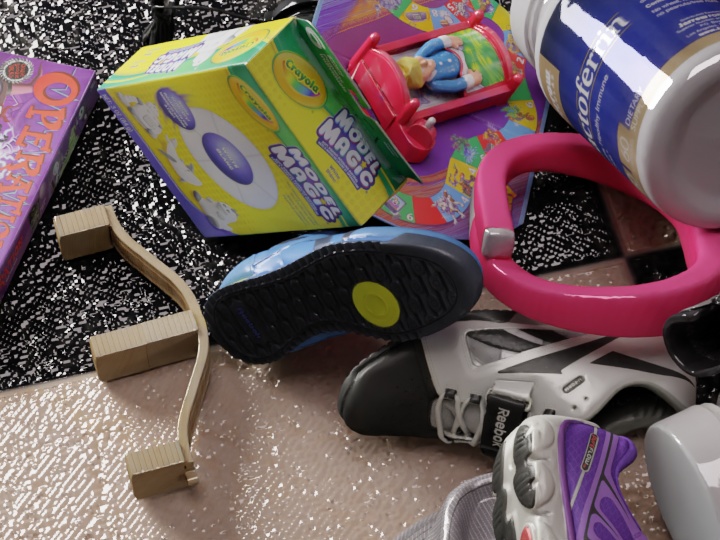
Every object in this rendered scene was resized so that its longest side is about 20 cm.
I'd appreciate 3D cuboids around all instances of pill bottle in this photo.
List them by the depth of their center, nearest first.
[{"bbox_3d":[0.259,0.090,1.449,0.199,0.114,0.114,-21,54,-13],"label":"pill bottle"},{"bbox_3d":[0.170,-0.116,1.576,0.115,0.116,0.200,-22,35,-13],"label":"pill bottle"}]

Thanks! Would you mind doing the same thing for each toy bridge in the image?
[{"bbox_3d":[-0.120,0.043,1.564,0.067,0.027,0.200,-15,53,-9],"label":"toy bridge"}]

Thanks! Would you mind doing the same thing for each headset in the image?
[{"bbox_3d":[-0.046,-0.112,1.666,0.200,0.094,0.124,34,54,9],"label":"headset"}]

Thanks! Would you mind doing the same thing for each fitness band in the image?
[{"bbox_3d":[0.134,-0.024,1.544,0.143,0.038,0.200,5,27,-3],"label":"fitness band"}]

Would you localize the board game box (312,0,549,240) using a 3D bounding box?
[{"bbox_3d":[0.045,-0.113,1.623,0.158,0.039,0.200,24,53,-12],"label":"board game box"}]

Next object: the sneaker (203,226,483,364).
[{"bbox_3d":[0.000,0.000,1.514,0.200,0.066,0.078,-13,22,46],"label":"sneaker"}]

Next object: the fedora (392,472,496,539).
[{"bbox_3d":[0.085,0.174,1.409,0.176,0.090,0.200,-15,53,-8],"label":"fedora"}]

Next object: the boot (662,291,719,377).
[{"bbox_3d":[0.260,-0.003,1.421,0.132,0.200,0.070,-22,76,-48],"label":"boot"}]

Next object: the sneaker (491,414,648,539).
[{"bbox_3d":[0.115,0.164,1.323,0.083,0.081,0.201,6,66,-15],"label":"sneaker"}]

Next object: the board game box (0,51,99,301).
[{"bbox_3d":[-0.247,-0.052,1.647,0.120,0.032,0.200,14,54,9],"label":"board game box"}]

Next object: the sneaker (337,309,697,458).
[{"bbox_3d":[0.089,0.071,1.499,0.199,0.074,0.089,-11,50,-4],"label":"sneaker"}]

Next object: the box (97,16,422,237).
[{"bbox_3d":[-0.055,-0.077,1.535,0.048,0.117,0.200,-46,21,-28],"label":"box"}]
